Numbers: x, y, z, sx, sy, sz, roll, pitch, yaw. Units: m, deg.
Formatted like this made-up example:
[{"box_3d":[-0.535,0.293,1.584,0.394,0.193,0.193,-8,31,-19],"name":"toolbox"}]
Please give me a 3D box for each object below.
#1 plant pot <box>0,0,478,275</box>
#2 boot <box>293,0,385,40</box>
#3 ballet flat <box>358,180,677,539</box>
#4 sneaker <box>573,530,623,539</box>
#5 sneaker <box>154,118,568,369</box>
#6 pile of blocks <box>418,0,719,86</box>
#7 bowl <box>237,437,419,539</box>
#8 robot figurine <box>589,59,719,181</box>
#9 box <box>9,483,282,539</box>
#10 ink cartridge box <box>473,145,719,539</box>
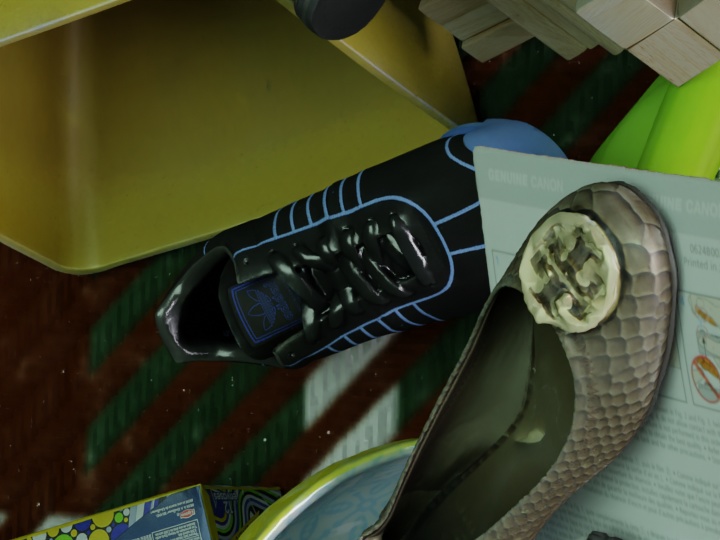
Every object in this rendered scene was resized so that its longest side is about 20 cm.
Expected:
[{"box_3d":[-0.090,-0.130,1.032,0.200,0.200,0.177,-16,66,24],"name":"plant pot"},{"box_3d":[-0.039,-0.174,0.897,0.174,0.200,0.069,36,123,-4],"name":"boot"},{"box_3d":[0.043,0.052,0.847,0.067,0.046,0.200,60,140,33],"name":"ballet flat"},{"box_3d":[0.047,0.180,0.861,0.075,0.087,0.200,33,115,47],"name":"sneaker"},{"box_3d":[0.000,0.000,0.986,0.200,0.078,0.070,-20,101,53],"name":"sneaker"},{"box_3d":[0.074,-0.117,0.906,0.082,0.062,0.200,-59,25,-6],"name":"pile of blocks"},{"box_3d":[0.015,0.156,0.980,0.108,0.200,0.201,-177,94,-70],"name":"bowl"},{"box_3d":[0.151,-0.001,0.908,0.116,0.175,0.200,-48,32,11],"name":"robot figurine"},{"box_3d":[-0.126,0.142,1.084,0.200,0.070,0.064,-18,77,24],"name":"box"},{"box_3d":[0.107,0.058,0.858,0.160,0.047,0.200,13,116,61],"name":"ink cartridge box"}]
